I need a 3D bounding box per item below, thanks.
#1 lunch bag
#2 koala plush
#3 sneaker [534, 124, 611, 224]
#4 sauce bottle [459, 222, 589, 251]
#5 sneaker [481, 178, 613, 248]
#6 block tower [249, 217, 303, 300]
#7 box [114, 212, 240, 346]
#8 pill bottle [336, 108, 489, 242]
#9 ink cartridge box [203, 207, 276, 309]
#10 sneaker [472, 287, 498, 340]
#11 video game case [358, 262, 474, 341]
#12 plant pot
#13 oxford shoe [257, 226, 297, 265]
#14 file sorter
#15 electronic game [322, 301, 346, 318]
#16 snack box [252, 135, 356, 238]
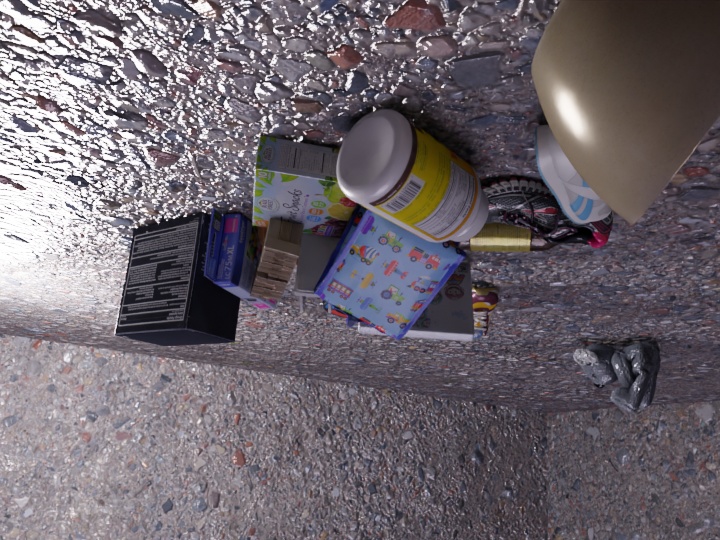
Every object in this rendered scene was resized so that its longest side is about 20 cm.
[{"bbox_3d":[0.032,0.006,0.888,0.149,0.095,0.202,27,114,-11],"label":"lunch bag"},{"bbox_3d":[0.685,0.257,1.672,0.198,0.188,0.176,18,-173,40],"label":"koala plush"},{"bbox_3d":[0.271,-0.112,0.723,0.080,0.078,0.199,-10,159,33],"label":"sneaker"},{"bbox_3d":[0.241,-0.058,0.911,0.196,0.066,0.065,3,163,13],"label":"sauce bottle"},{"bbox_3d":[0.241,-0.076,0.840,0.196,0.076,0.081,2,162,10],"label":"sneaker"},{"bbox_3d":[-0.132,-0.013,0.967,0.053,0.059,0.200,13,156,-11],"label":"block tower"},{"bbox_3d":[-0.316,0.025,1.103,0.197,0.202,0.123,-7,159,34],"label":"box"},{"bbox_3d":[0.072,-0.103,0.747,0.108,0.112,0.198,-11,156,41],"label":"pill bottle"},{"bbox_3d":[-0.196,-0.016,1.071,0.041,0.122,0.200,-2,161,21],"label":"ink cartridge box"},{"bbox_3d":[0.259,0.099,1.350,0.073,0.092,0.200,3,163,7],"label":"sneaker"},{"bbox_3d":[0.101,0.046,1.108,0.196,0.184,0.024,4,132,4],"label":"video game case"},{"bbox_3d":[0.210,-0.157,0.466,0.134,0.201,0.201,37,170,16],"label":"plant pot"},{"bbox_3d":[-0.133,-0.037,1.075,0.070,0.073,0.200,-2,163,15],"label":"oxford shoe"},{"bbox_3d":[0.000,0.000,1.020,0.196,0.141,0.125,5,158,0],"label":"file sorter"},{"bbox_3d":[0.007,0.089,1.473,0.196,0.042,0.200,4,162,1],"label":"electronic game"},{"bbox_3d":[-0.078,-0.108,0.864,0.139,0.054,0.200,9,162,-8],"label":"snack box"}]
